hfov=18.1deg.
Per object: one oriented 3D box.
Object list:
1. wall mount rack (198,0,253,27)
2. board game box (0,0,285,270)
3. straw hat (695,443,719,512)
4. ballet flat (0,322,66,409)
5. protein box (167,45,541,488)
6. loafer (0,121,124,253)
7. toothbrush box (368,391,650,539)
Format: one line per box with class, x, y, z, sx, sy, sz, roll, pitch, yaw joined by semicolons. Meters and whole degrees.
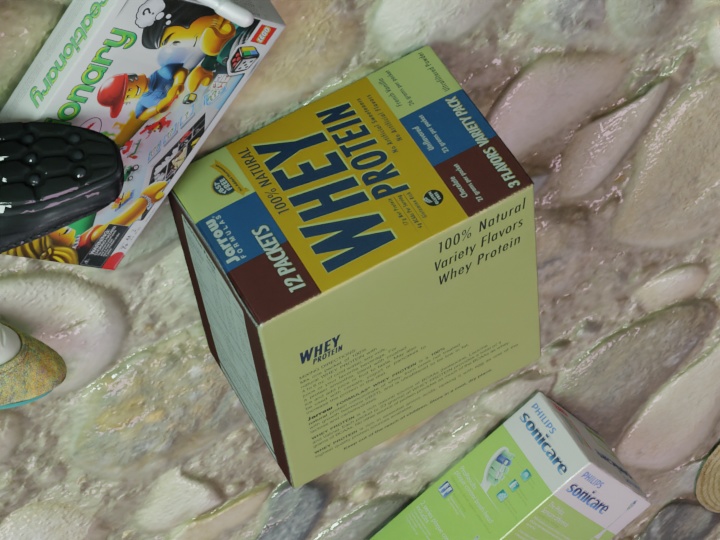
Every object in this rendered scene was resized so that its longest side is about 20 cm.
wall mount rack;-0.114;-0.202;1.165;0.173;0.075;0.201;0;132;-42
board game box;-0.146;-0.088;1.322;0.126;0.035;0.200;8;127;-46
straw hat;0.422;0.200;2.171;0.200;0.085;0.202;-24;145;-18
ballet flat;-0.263;0.055;1.376;0.199;0.071;0.071;-10;140;-35
protein box;0.000;0.000;1.478;0.198;0.135;0.201;-27;147;-12
loafer;-0.227;-0.032;1.264;0.199;0.068;0.071;-14;144;-2
toothbrush box;0.126;0.215;1.916;0.200;0.086;0.145;-41;147;10
